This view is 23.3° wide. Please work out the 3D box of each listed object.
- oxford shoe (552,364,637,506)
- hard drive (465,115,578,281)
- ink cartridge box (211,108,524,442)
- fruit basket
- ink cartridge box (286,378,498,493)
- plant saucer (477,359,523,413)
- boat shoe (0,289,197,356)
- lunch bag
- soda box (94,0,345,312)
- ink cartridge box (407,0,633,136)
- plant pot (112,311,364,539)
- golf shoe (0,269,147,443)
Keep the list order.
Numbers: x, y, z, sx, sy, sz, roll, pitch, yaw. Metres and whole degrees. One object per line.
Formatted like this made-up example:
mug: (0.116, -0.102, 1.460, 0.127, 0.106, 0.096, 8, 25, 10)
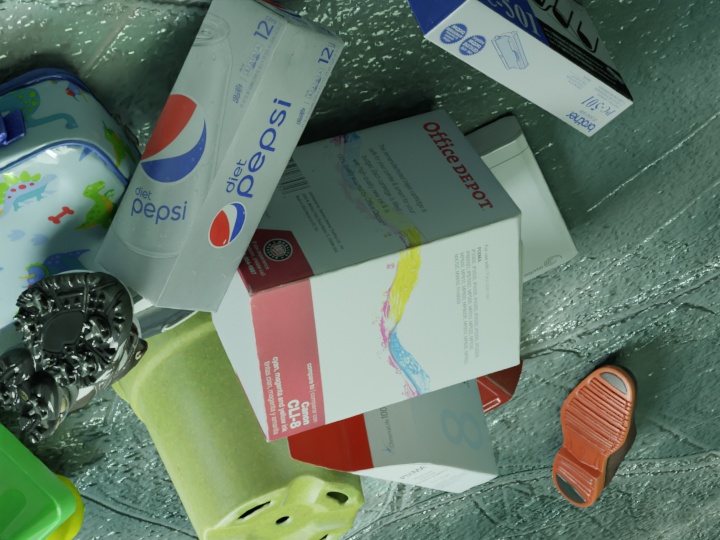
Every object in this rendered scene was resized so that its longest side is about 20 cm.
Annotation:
oxford shoe: (0.245, 0.153, 1.759, 0.072, 0.071, 0.200, -37, 155, -34)
hard drive: (0.092, -0.038, 1.404, 0.131, 0.027, 0.200, -26, 148, 6)
ink cartridge box: (0.000, 0.000, 1.242, 0.199, 0.146, 0.145, -16, 131, -13)
fruit basket: (-0.318, 0.199, 1.436, 0.216, 0.156, 0.216, -45, -175, 5)
ink cartridge box: (0.016, 0.081, 1.365, 0.047, 0.161, 0.199, -30, 149, 34)
plant saucer: (0.042, 0.121, 1.571, 0.199, 0.037, 0.200, -30, 156, 10)
boat shoe: (-0.203, 0.038, 1.293, 0.199, 0.076, 0.060, -20, 142, -2)
lunch bag: (-0.240, -0.041, 1.147, 0.199, 0.083, 0.161, -27, 149, 7)
soda box: (-0.091, -0.076, 1.118, 0.068, 0.063, 0.201, 8, 111, -57)
ink cartridge box: (0.099, -0.165, 1.157, 0.044, 0.094, 0.200, -38, 144, 24)
plant pot: (-0.084, 0.127, 1.392, 0.199, 0.185, 0.201, -16, 147, -11)
golf shoe: (-0.183, 0.039, 1.173, 0.094, 0.078, 0.200, -34, 176, -36)
